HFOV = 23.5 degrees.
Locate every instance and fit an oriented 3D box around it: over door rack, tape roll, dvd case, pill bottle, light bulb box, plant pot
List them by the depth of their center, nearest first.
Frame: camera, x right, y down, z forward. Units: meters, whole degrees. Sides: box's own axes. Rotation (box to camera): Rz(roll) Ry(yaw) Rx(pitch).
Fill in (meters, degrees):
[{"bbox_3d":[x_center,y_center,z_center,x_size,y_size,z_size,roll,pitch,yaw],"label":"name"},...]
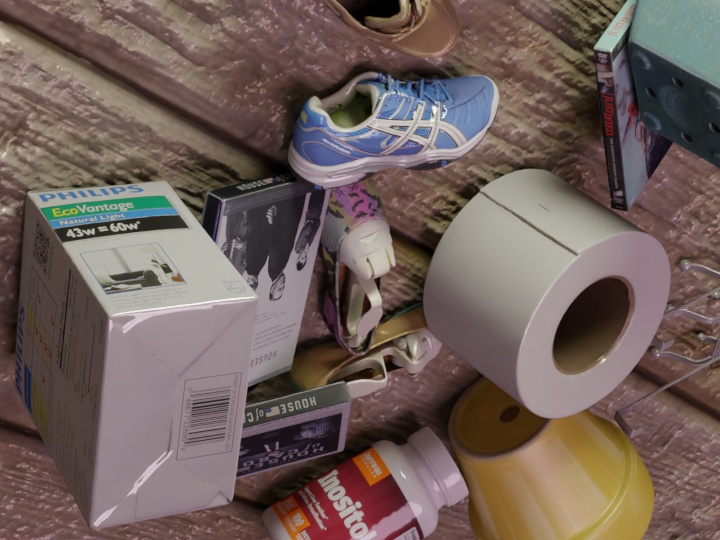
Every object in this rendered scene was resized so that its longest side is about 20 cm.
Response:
[{"bbox_3d":[-0.185,0.061,1.375,0.124,0.200,0.199,-6,123,-27],"label":"light bulb box"},{"bbox_3d":[-0.094,0.014,1.496,0.150,0.025,0.201,-19,129,-51],"label":"dvd case"},{"bbox_3d":[0.343,-0.201,1.509,0.200,0.196,0.197,-42,143,-15],"label":"plant pot"},{"bbox_3d":[0.262,-0.172,1.589,0.146,0.022,0.201,-53,145,-31],"label":"dvd case"},{"bbox_3d":[-0.086,0.156,1.617,0.149,0.025,0.200,-14,162,-7],"label":"dvd case"},{"bbox_3d":[0.178,0.021,1.656,0.202,0.139,0.204,-24,131,-30],"label":"tape roll"},{"bbox_3d":[0.007,0.250,1.804,0.199,0.113,0.113,-31,141,-9],"label":"pill bottle"},{"bbox_3d":[0.191,0.208,1.852,0.200,0.201,0.189,-35,126,-3],"label":"plant pot"},{"bbox_3d":[0.347,0.070,1.905,0.200,0.066,0.148,-34,146,-38],"label":"over door rack"}]

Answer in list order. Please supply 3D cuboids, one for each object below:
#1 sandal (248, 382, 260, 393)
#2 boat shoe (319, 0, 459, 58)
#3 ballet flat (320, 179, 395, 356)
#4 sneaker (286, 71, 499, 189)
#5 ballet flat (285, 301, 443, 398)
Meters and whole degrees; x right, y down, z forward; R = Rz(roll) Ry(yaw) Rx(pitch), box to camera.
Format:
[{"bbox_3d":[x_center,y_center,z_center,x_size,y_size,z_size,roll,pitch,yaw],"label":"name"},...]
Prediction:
[{"bbox_3d":[-0.179,0.094,1.556,0.199,0.082,0.055,-4,102,-23],"label":"sandal"},{"bbox_3d":[0.018,-0.211,1.391,0.200,0.065,0.071,21,115,-46],"label":"boat shoe"},{"bbox_3d":[0.000,0.000,1.583,0.069,0.071,0.201,-18,137,-20],"label":"ballet flat"},{"bbox_3d":[0.033,-0.130,1.474,0.199,0.076,0.077,-21,143,-21],"label":"sneaker"},{"bbox_3d":[0.024,0.087,1.695,0.199,0.063,0.069,-20,139,-20],"label":"ballet flat"}]
